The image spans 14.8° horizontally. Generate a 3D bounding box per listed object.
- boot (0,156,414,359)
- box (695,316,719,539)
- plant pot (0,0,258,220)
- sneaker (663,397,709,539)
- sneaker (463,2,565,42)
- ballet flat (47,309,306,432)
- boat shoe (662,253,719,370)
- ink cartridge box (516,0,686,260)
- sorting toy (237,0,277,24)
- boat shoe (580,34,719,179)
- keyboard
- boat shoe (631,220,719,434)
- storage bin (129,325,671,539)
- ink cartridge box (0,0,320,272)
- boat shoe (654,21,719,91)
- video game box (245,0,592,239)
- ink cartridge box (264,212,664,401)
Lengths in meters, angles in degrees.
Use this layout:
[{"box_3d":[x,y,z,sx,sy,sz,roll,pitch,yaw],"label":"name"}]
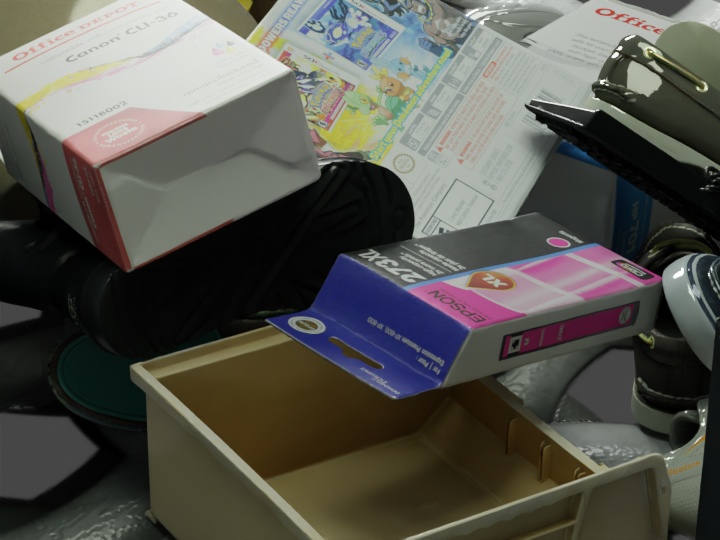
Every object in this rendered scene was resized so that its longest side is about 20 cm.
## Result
[{"box_3d":[-0.095,-0.021,1.473,0.200,0.076,0.168,-22,24,-26],"label":"boot"},{"box_3d":[0.231,0.106,1.271,0.141,0.200,0.079,-14,32,-24],"label":"box"},{"box_3d":[-0.155,-0.071,1.610,0.200,0.200,0.134,5,46,6],"label":"plant pot"},{"box_3d":[0.216,0.082,1.452,0.092,0.076,0.200,17,31,34],"label":"sneaker"},{"box_3d":[0.063,-0.111,1.809,0.200,0.075,0.082,-23,43,-19],"label":"sneaker"},{"box_3d":[-0.073,0.048,1.519,0.200,0.074,0.074,-3,29,-11],"label":"ballet flat"},{"box_3d":[0.236,0.010,1.479,0.091,0.071,0.200,-31,-18,24],"label":"boat shoe"},{"box_3d":[0.150,-0.087,1.740,0.146,0.086,0.200,22,34,31],"label":"ink cartridge box"},{"box_3d":[-0.123,-0.140,1.704,0.199,0.200,0.070,5,49,26],"label":"sorting toy"},{"box_3d":[0.223,-0.065,1.590,0.202,0.060,0.072,28,-6,-10],"label":"boat shoe"},{"box_3d":[0.192,-0.039,1.561,0.200,0.021,0.127,30,-7,-31],"label":"keyboard"},{"box_3d":[0.186,0.018,1.575,0.072,0.061,0.201,3,29,3],"label":"boat shoe"},{"box_3d":[0.021,0.105,1.375,0.199,0.094,0.200,-16,33,-28],"label":"storage bin"},{"box_3d":[-0.121,-0.083,1.435,0.116,0.068,0.200,-27,32,-19],"label":"ink cartridge box"},{"box_3d":[0.252,-0.072,1.660,0.200,0.071,0.063,46,26,1],"label":"boat shoe"},{"box_3d":[0.015,-0.084,1.570,0.182,0.047,0.200,31,43,3],"label":"video game box"},{"box_3d":[0.056,0.016,1.406,0.200,0.037,0.095,-15,35,-43],"label":"ink cartridge box"}]
